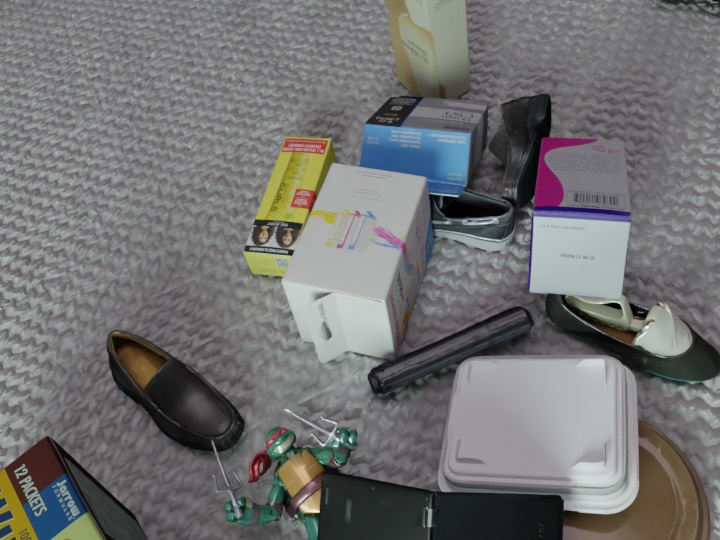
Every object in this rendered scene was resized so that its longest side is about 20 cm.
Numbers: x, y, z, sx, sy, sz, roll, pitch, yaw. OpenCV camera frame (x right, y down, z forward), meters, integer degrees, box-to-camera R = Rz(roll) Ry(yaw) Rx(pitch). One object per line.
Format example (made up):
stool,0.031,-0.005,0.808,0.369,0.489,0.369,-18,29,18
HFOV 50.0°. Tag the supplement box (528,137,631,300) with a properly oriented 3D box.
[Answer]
supplement box,0.247,-0.066,0.874,0.098,0.106,0.201,5,33,14

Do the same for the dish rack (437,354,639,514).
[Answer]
dish rack,0.176,0.151,0.778,0.195,0.044,0.174,-4,46,23

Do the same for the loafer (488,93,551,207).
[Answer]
loafer,0.203,-0.156,1.012,0.070,0.074,0.202,4,44,21

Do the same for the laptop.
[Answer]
laptop,0.065,0.289,0.692,0.196,0.115,0.193,-1,81,38

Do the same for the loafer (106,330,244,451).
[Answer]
loafer,-0.216,0.135,0.868,0.197,0.073,0.073,24,60,24

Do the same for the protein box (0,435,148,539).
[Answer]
protein box,-0.293,0.300,0.692,0.197,0.202,0.135,-37,55,-17

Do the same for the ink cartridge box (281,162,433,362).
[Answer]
ink cartridge box,0.000,0.000,0.899,0.122,0.130,0.203,10,57,17

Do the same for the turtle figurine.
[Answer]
turtle figurine,-0.050,0.216,0.770,0.149,0.101,0.200,-43,73,1

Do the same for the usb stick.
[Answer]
usb stick,0.101,0.089,0.863,0.196,0.055,0.033,-22,88,-6

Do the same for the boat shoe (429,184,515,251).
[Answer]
boat shoe,0.100,-0.081,0.974,0.196,0.068,0.073,17,59,21

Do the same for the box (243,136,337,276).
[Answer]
box,-0.089,-0.087,1.027,0.073,0.051,0.204,6,56,16

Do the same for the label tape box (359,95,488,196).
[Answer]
label tape box,0.081,-0.166,0.994,0.139,0.068,0.201,8,28,16

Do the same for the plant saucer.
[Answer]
plant saucer,0.239,0.225,0.753,0.194,0.030,0.204,-6,54,8

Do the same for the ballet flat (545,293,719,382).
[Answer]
ballet flat,0.293,0.061,0.835,0.196,0.069,0.069,20,59,23

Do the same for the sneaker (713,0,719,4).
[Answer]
sneaker,0.502,-0.428,1.136,0.117,0.085,0.203,-8,45,-2

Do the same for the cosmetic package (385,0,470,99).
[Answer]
cosmetic package,0.094,-0.338,1.079,0.070,0.202,0.105,-34,54,-14
